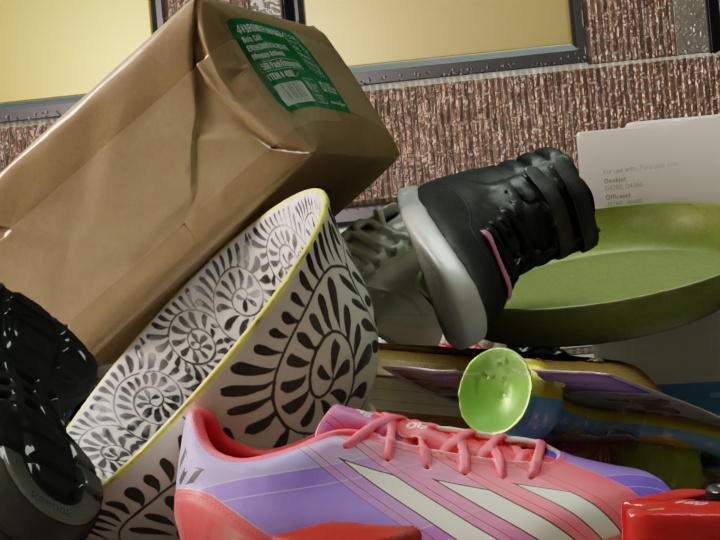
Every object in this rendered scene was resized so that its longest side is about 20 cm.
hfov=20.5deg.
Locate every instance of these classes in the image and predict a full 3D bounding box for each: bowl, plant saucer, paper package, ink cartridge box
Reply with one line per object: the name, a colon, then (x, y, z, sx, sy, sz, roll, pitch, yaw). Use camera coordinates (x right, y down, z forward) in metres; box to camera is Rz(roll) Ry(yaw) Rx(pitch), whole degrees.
bowl: (-0.054, 0.068, 0.909, 0.201, 0.094, 0.201, -44, 13, 13)
plant saucer: (0.130, 0.004, 1.089, 0.198, 0.031, 0.200, -10, 14, 3)
paper package: (-0.091, -0.046, 1.071, 0.190, 0.104, 0.200, -41, -8, 13)
ink cartridge box: (0.233, 0.006, 1.220, 0.145, 0.202, 0.146, -5, 0, 33)

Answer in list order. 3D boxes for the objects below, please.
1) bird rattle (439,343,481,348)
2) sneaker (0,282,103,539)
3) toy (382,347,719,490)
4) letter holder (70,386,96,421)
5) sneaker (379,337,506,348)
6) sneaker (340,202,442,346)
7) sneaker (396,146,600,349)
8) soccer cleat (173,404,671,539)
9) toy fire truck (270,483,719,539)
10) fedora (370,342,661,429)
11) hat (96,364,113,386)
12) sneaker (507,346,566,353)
bird rattle: (0.031, 0.095, 1.224, 0.199, 0.114, 0.162, 9, 5, -44)
sneaker: (-0.160, 0.071, 0.850, 0.075, 0.079, 0.200, 34, 16, -21)
toy: (0.108, 0.082, 0.869, 0.114, 0.048, 0.199, -1, -19, 38)
letter holder: (-0.127, 0.091, 1.290, 0.142, 0.101, 0.199, 32, 22, 32)
sneaker: (0.016, 0.061, 1.358, 0.199, 0.081, 0.076, -28, 34, 27)
sneaker: (0.000, 0.000, 1.144, 0.074, 0.088, 0.199, 37, 21, 21)
sneaker: (0.074, -0.020, 1.005, 0.098, 0.071, 0.200, -18, 13, 2)
soccer cleat: (0.023, 0.085, 0.781, 0.198, 0.077, 0.067, -6, 0, 8)
toy fire truck: (0.085, 0.092, 0.553, 0.140, 0.049, 0.199, -5, 1, -42)
fedora: (0.054, 0.081, 1.027, 0.198, 0.083, 0.201, 3, -1, 0)
hat: (-0.122, 0.007, 1.248, 0.199, 0.081, 0.201, 20, 20, -8)
sneaker: (0.113, 0.074, 1.347, 0.075, 0.089, 0.199, -5, 0, -34)
